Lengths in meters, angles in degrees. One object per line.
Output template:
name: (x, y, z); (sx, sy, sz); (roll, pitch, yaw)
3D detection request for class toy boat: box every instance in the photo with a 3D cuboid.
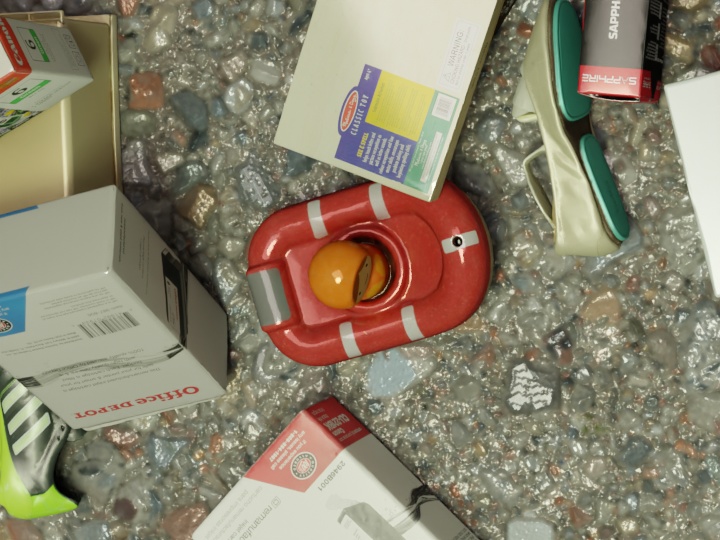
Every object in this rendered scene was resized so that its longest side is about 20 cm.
toy boat: (0.000, 0.000, 1.342); (0.199, 0.131, 0.131); (-17, 90, 17)

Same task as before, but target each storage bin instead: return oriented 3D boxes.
storage bin: (-0.306, -0.107, 1.442); (0.198, 0.094, 0.201); (0, 95, 16)

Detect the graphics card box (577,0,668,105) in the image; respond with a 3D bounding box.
graphics card box: (0.196, -0.222, 1.272); (0.051, 0.125, 0.201); (7, 97, 16)

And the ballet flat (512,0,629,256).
ballet flat: (0.148, -0.105, 1.329); (0.069, 0.069, 0.201); (-13, 90, 17)

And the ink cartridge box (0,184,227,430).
ink cartridge box: (-0.208, 0.034, 1.367); (0.144, 0.200, 0.084); (-13, 55, 17)

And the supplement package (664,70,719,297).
supplement package: (0.333, -0.082, 1.229); (0.199, 0.151, 0.152); (-14, 91, 16)

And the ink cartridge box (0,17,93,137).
ink cartridge box: (-0.288, -0.137, 1.282); (0.109, 0.200, 0.050); (-29, 86, 16)

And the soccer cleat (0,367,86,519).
soccer cleat: (-0.272, 0.107, 1.470); (0.081, 0.068, 0.201); (-3, 94, -1)

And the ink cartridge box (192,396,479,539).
ink cartridge box: (-0.008, 0.223, 1.385); (0.200, 0.084, 0.144); (43, 103, 8)

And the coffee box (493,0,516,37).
coffee box: (0.035, -0.267, 1.338); (0.200, 0.080, 0.115); (35, 103, 11)

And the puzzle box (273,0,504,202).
puzzle box: (0.025, -0.165, 1.295); (0.133, 0.025, 0.201); (22, 102, 14)
